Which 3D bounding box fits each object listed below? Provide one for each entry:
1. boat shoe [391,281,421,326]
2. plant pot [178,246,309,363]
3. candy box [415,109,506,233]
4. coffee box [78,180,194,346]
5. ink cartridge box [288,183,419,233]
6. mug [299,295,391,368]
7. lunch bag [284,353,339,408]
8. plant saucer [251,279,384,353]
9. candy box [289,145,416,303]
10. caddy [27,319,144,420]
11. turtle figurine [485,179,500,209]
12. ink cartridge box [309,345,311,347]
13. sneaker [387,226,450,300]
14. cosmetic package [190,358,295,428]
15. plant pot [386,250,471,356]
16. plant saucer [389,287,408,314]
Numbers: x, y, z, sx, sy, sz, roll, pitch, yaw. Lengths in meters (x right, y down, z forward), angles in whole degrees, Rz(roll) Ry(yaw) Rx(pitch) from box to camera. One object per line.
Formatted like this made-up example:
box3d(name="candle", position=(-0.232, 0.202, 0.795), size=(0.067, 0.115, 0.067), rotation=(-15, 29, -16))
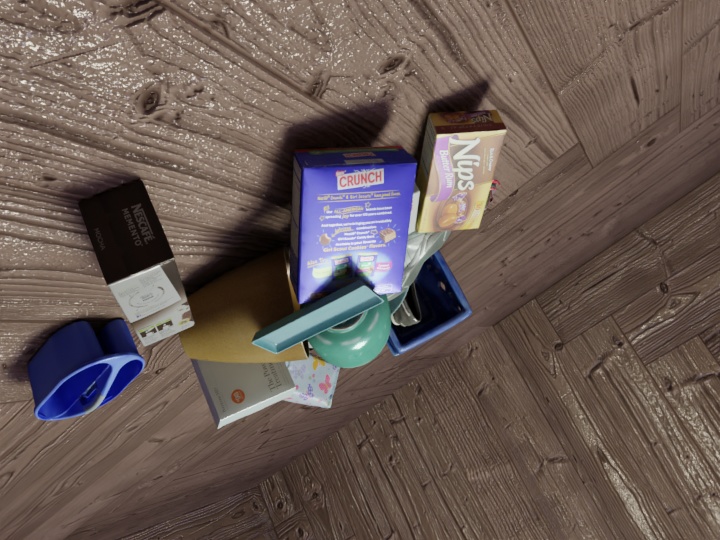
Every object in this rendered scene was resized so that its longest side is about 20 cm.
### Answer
box3d(name="boat shoe", position=(0.082, 0.006, 1.157), size=(0.056, 0.207, 0.066), rotation=(-4, -172, 42))
box3d(name="plant pot", position=(-0.198, 0.075, 0.987), size=(0.193, 0.192, 0.187), rotation=(-12, 159, -3))
box3d(name="candy box", position=(0.154, -0.156, 0.958), size=(0.112, 0.058, 0.203), rotation=(-5, 140, -10))
box3d(name="coffee box", position=(-0.274, -0.001, 0.748), size=(0.078, 0.115, 0.201), rotation=(-22, 160, -18))
box3d(name="ink cartridge box", position=(-0.006, -0.087, 0.969), size=(0.196, 0.085, 0.145), rotation=(-27, 160, -8))
box3d(name="mug", position=(-0.025, 0.054, 0.971), size=(0.146, 0.191, 0.115), rotation=(-4, 160, 6))
box3d(name="lunch bag", position=(-0.174, 0.238, 1.385), size=(0.167, 0.131, 0.197), rotation=(28, 157, -38))
box3d(name="plant saucer", position=(-0.064, 0.068, 0.863), size=(0.196, 0.019, 0.070), rotation=(-26, 149, 18))
box3d(name="candy box", position=(-0.015, -0.066, 0.841), size=(0.164, 0.077, 0.206), rotation=(-5, 121, -19))
box3d(name="caddy", position=(-0.430, 0.166, 0.934), size=(0.199, 0.107, 0.140), rotation=(-40, 157, 27))
box3d(name="turtle figurine", position=(0.202, -0.150, 1.111), size=(0.148, 0.103, 0.199), rotation=(-34, 167, 16))
box3d(name="ink cartridge box", position=(-0.106, 0.124, 1.202), size=(0.193, 0.038, 0.095), rotation=(6, -162, 14))
box3d(name="sneaker", position=(0.077, -0.027, 1.071), size=(0.202, 0.080, 0.070), rotation=(-51, 162, 4))
box3d(name="cosmetic package", position=(-0.223, 0.156, 1.066), size=(0.147, 0.204, 0.052), rotation=(-19, 158, -28))
box3d(name="plant pot", position=(0.118, 0.076, 1.385), size=(0.196, 0.204, 0.180), rotation=(-26, 166, -10))
box3d(name="plant saucer", position=(0.000, 0.000, 1.092), size=(0.196, 0.207, 0.039), rotation=(-23, -165, -18))
